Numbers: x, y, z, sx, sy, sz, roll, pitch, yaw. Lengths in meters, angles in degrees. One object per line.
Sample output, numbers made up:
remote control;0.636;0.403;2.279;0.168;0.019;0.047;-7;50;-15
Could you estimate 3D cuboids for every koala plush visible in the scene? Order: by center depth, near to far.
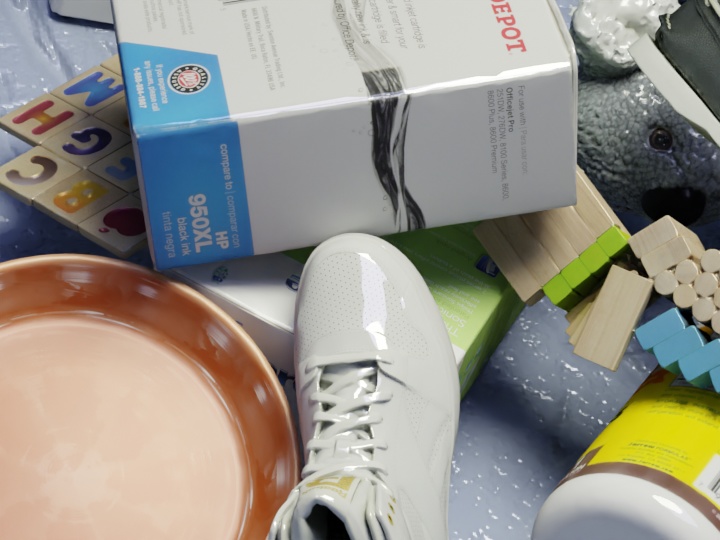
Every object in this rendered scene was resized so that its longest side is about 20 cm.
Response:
koala plush;0.189;-0.067;1.451;0.200;0.177;0.184;10;47;0

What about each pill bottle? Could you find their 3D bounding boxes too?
pill bottle;0.170;0.094;1.323;0.109;0.109;0.200;34;44;12

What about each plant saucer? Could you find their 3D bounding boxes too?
plant saucer;-0.127;0.088;1.234;0.200;0.032;0.200;5;63;-9

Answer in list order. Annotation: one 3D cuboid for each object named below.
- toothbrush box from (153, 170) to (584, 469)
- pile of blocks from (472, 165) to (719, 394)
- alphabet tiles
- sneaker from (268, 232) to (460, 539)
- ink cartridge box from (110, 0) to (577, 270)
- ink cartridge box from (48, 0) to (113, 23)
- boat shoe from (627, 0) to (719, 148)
toothbrush box;0.000;0.000;1.364;0.146;0.086;0.200;27;42;8
pile of blocks;0.149;0.018;1.302;0.200;0.082;0.062;28;1;26
alphabet tiles;-0.073;-0.071;1.360;0.200;0.006;0.166;-33;45;-32
sneaker;0.001;0.079;1.203;0.074;0.116;0.200;-9;84;12
ink cartridge box;-0.009;-0.086;1.296;0.200;0.084;0.145;-9;37;-4
ink cartridge box;-0.105;-0.247;1.485;0.084;0.200;0.145;9;44;-17
boat shoe;0.206;-0.056;1.305;0.200;0.060;0.076;50;12;21
